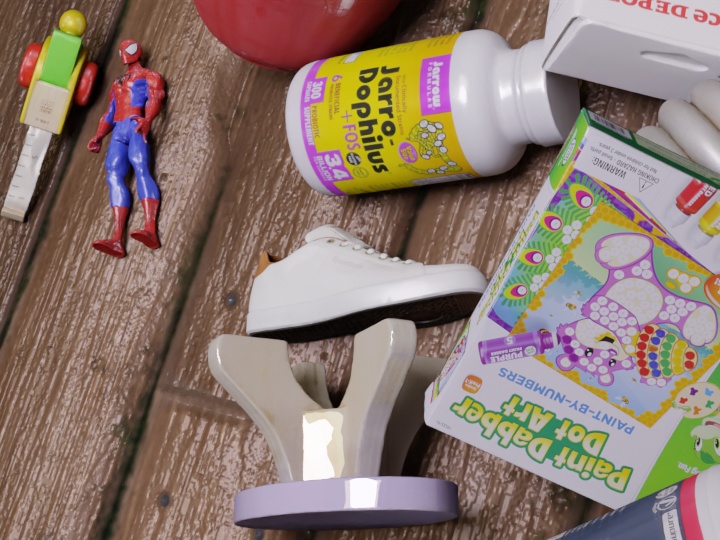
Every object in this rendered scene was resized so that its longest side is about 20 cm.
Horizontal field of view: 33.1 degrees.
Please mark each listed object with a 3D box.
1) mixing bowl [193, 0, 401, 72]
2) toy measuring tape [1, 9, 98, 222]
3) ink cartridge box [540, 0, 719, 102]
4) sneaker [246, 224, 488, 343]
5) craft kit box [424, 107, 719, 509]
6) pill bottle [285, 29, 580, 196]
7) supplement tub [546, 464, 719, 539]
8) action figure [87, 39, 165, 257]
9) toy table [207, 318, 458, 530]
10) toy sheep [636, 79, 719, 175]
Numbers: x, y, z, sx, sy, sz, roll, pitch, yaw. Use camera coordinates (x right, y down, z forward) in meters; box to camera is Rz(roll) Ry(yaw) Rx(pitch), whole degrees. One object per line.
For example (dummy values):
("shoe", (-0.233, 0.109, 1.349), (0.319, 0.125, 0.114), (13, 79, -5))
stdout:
("mixing bowl", (-0.057, -0.227, 0.954), (0.200, 0.200, 0.109), (47, 134, 34))
("toy measuring tape", (-0.291, -0.146, 1.126), (0.073, 0.073, 0.201), (30, 106, 35))
("ink cartridge box", (0.208, -0.219, 0.797), (0.145, 0.084, 0.201), (12, 74, -6))
("sneaker", (0.000, 0.000, 0.885), (0.199, 0.073, 0.085), (-8, 71, 29))
("craft kit box", (0.166, 0.040, 0.687), (0.199, 0.049, 0.198), (24, 113, -5))
("pill bottle", (0.053, -0.116, 0.879), (0.199, 0.104, 0.105), (-6, 69, 28))
("supplement tub", (0.150, 0.204, 0.660), (0.200, 0.140, 0.141), (-31, 59, 23))
("action figure", (-0.204, -0.115, 1.065), (0.065, 0.052, 0.201), (-16, 63, 29))
("toy table", (-0.011, 0.108, 0.801), (0.200, 0.183, 0.118), (-20, 65, 48))
("toy sheep", (0.222, -0.049, 0.739), (0.200, 0.138, 0.138), (-43, 57, 10))
